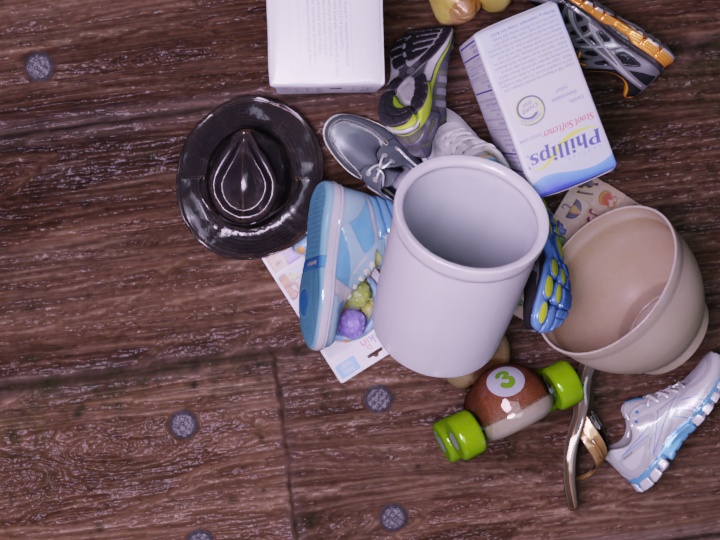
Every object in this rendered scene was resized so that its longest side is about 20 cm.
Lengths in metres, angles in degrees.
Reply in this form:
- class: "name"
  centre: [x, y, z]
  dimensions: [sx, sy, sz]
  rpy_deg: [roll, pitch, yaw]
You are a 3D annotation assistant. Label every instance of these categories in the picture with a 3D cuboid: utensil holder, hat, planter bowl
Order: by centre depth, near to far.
- class: "utensil holder"
  centre: [0.104, 0.001, 1.445]
  dimensions: [0.169, 0.171, 0.201]
  rpy_deg: [10, 139, -2]
- class: "planter bowl"
  centre: [0.330, 0.042, 1.539]
  dimensions: [0.134, 0.200, 0.201]
  rpy_deg: [35, 94, -31]
- class: "hat"
  centre: [-0.139, -0.115, 1.542]
  dimensions: [0.199, 0.081, 0.202]
  rpy_deg: [0, 85, 6]

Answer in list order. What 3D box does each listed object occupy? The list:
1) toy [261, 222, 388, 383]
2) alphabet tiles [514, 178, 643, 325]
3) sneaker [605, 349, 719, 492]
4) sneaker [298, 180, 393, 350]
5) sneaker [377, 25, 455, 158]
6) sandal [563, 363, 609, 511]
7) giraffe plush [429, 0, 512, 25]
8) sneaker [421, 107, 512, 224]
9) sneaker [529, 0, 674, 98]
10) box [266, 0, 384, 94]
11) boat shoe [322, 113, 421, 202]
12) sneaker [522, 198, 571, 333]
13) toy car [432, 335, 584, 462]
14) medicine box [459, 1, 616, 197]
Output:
- class: "toy"
  centre: [-0.028, 0.030, 1.593]
  dimensions: [0.115, 0.047, 0.201]
  rpy_deg: [-32, 95, 3]
- class: "alphabet tiles"
  centre: [0.266, -0.017, 1.617]
  dimensions: [0.167, 0.008, 0.201]
  rpy_deg: [31, 94, -4]
- class: "sneaker"
  centre: [0.375, 0.175, 1.608]
  dimensions: [0.086, 0.075, 0.200]
  rpy_deg: [35, 93, 1]
- class: "sneaker"
  centre: [0.000, 0.000, 1.539]
  dimensions: [0.130, 0.079, 0.201]
  rpy_deg: [7, 89, -24]
- class: "sneaker"
  centre: [0.072, -0.215, 1.529]
  dimensions: [0.073, 0.201, 0.081]
  rpy_deg: [-1, 138, 25]
- class: "sandal"
  centre: [0.284, 0.202, 1.600]
  dimensions: [0.054, 0.080, 0.201]
  rpy_deg: [10, 91, 14]
- class: "giraffe plush"
  centre: [0.115, -0.391, 1.498]
  dimensions: [0.200, 0.162, 0.173]
  rpy_deg: [36, 94, -5]
- class: "sneaker"
  centre: [0.132, -0.130, 1.536]
  dimensions: [0.076, 0.081, 0.200]
  rpy_deg: [-27, 65, -18]
- class: "sneaker"
  centre: [0.278, -0.283, 1.560]
  dimensions: [0.199, 0.078, 0.077]
  rpy_deg: [34, 112, 2]
- class: "box"
  centre: [-0.040, -0.306, 1.484]
  dimensions: [0.130, 0.199, 0.201]
  rpy_deg: [-2, 95, -1]
- class: "boat shoe"
  centre: [0.039, -0.123, 1.573]
  dimensions: [0.200, 0.062, 0.073]
  rpy_deg: [39, 93, -5]
- class: "sneaker"
  centre: [0.200, -0.003, 1.542]
  dimensions: [0.082, 0.200, 0.071]
  rpy_deg: [-23, 137, 23]
- class: "toy car"
  centre: [0.144, 0.106, 1.564]
  dimensions: [0.164, 0.158, 0.201]
  rpy_deg: [-25, 84, -11]
- class: "medicine box"
  centre: [0.202, -0.195, 1.509]
  dimensions: [0.102, 0.182, 0.201]
  rpy_deg: [-22, 96, 1]
